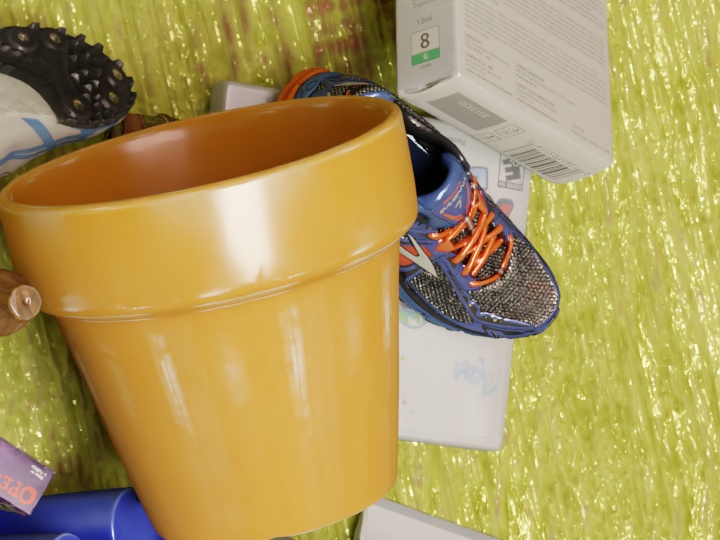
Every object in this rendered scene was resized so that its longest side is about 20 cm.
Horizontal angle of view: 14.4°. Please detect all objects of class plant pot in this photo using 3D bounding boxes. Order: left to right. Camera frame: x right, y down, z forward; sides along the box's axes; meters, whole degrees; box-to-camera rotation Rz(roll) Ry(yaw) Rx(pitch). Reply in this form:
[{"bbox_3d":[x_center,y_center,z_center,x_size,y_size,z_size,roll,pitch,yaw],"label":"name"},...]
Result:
[{"bbox_3d":[-0.059,0.028,1.392,0.200,0.200,0.184,-19,104,-27],"label":"plant pot"}]

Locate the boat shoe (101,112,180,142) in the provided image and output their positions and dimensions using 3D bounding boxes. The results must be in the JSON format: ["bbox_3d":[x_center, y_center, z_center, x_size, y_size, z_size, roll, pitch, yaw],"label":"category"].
[{"bbox_3d":[-0.116,0.016,1.503,0.068,0.072,0.200,9,75,-23],"label":"boat shoe"}]

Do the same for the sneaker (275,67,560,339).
[{"bbox_3d":[0.037,-0.031,1.547,0.200,0.078,0.075,41,72,-20],"label":"sneaker"}]

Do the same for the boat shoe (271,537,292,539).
[{"bbox_3d":[-0.019,0.197,1.476,0.200,0.072,0.068,27,51,-33],"label":"boat shoe"}]

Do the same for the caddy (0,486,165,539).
[{"bbox_3d":[-0.150,0.204,1.449,0.141,0.105,0.200,-33,106,-60],"label":"caddy"}]

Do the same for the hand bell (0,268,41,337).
[{"bbox_3d":[-0.200,0.018,1.379,0.104,0.200,0.104,0,90,-28],"label":"hand bell"}]

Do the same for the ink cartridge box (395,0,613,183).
[{"bbox_3d":[0.080,-0.167,1.595,0.161,0.050,0.200,25,56,-49],"label":"ink cartridge box"}]

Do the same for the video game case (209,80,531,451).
[{"bbox_3d":[0.000,0.000,1.584,0.200,0.024,0.182,9,85,-28],"label":"video game case"}]

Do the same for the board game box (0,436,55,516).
[{"bbox_3d":[-0.233,0.071,1.361,0.120,0.200,0.032,39,73,-21],"label":"board game box"}]

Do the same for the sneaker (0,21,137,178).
[{"bbox_3d":[-0.200,-0.071,1.445,0.200,0.072,0.072,-23,75,-41],"label":"sneaker"}]

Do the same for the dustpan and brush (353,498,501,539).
[{"bbox_3d":[0.042,0.239,1.580,0.139,0.057,0.200,21,79,-26],"label":"dustpan and brush"}]
